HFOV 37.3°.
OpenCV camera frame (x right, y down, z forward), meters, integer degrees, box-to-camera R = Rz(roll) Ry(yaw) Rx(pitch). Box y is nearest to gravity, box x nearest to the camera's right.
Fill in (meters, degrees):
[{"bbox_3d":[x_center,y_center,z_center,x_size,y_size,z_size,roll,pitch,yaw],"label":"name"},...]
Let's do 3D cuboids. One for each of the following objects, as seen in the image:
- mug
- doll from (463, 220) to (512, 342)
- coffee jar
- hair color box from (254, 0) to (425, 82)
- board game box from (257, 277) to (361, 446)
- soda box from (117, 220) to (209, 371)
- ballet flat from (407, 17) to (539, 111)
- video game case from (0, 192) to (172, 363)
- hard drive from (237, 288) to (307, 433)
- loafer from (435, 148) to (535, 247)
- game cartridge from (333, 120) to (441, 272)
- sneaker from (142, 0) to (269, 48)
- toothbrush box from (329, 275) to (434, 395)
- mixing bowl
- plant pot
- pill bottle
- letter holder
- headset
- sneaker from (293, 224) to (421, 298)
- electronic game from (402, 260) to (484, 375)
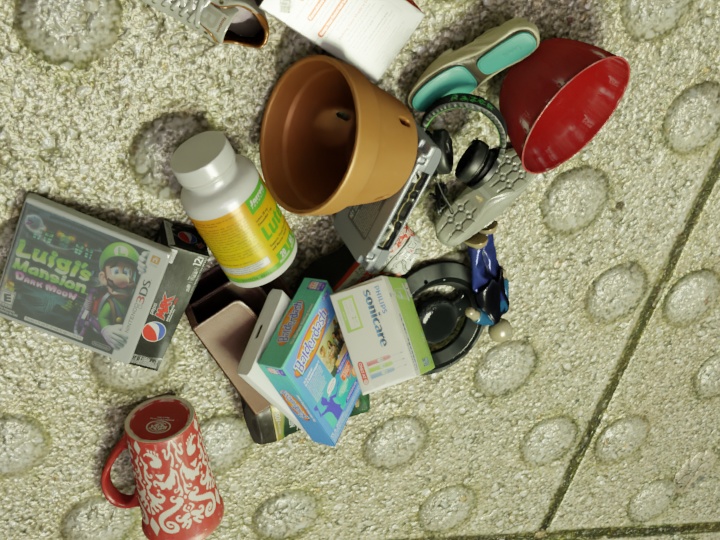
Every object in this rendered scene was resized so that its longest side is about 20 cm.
[{"bbox_3d":[-0.308,0.309,1.627,0.175,0.134,0.202,-15,124,-15],"label":"mug"},{"bbox_3d":[0.200,0.028,1.671,0.137,0.048,0.202,-49,134,-43],"label":"doll"},{"bbox_3d":[-0.088,0.198,1.672,0.197,0.086,0.105,-17,128,-12],"label":"coffee jar"},{"bbox_3d":[-0.029,-0.337,1.343,0.199,0.064,0.111,26,111,-36],"label":"hair color box"},{"bbox_3d":[-0.058,0.133,1.534,0.153,0.044,0.201,-61,143,-30],"label":"board game box"},{"bbox_3d":[-0.279,0.036,1.484,0.063,0.071,0.202,16,116,-27],"label":"soda box"},{"bbox_3d":[0.151,-0.284,1.454,0.198,0.070,0.070,-25,131,16],"label":"ballet flat"},{"bbox_3d":[-0.371,0.014,1.417,0.198,0.023,0.183,22,114,-9],"label":"video game case"},{"bbox_3d":[-0.097,0.134,1.540,0.200,0.026,0.133,51,53,-50],"label":"hard drive"},{"bbox_3d":[0.190,-0.112,1.600,0.199,0.070,0.070,-39,171,-4],"label":"loafer"},{"bbox_3d":[0.032,-0.116,1.475,0.040,0.134,0.201,9,120,-37],"label":"game cartridge"},{"bbox_3d":[-0.191,-0.323,1.269,0.198,0.085,0.073,17,117,-30],"label":"sneaker"},{"bbox_3d":[0.036,0.091,1.545,0.085,0.200,0.148,-20,85,9],"label":"toothbrush box"},{"bbox_3d":[0.266,-0.246,1.486,0.199,0.109,0.201,-32,153,-18],"label":"mixing bowl"},{"bbox_3d":[-0.020,-0.167,1.394,0.139,0.200,0.202,4,122,-43],"label":"plant pot"},{"bbox_3d":[-0.171,-0.083,1.424,0.110,0.111,0.201,-29,129,-2],"label":"pill bottle"},{"bbox_3d":[-0.152,0.085,1.558,0.141,0.101,0.201,-31,129,-3],"label":"letter holder"},{"bbox_3d":[0.135,-0.164,1.501,0.122,0.095,0.202,15,130,0],"label":"headset"},{"bbox_3d":[0.001,0.000,1.585,0.201,0.068,0.108,-42,139,17],"label":"sneaker"},{"bbox_3d":[0.117,0.078,1.705,0.197,0.042,0.203,-11,118,-21],"label":"electronic game"}]
